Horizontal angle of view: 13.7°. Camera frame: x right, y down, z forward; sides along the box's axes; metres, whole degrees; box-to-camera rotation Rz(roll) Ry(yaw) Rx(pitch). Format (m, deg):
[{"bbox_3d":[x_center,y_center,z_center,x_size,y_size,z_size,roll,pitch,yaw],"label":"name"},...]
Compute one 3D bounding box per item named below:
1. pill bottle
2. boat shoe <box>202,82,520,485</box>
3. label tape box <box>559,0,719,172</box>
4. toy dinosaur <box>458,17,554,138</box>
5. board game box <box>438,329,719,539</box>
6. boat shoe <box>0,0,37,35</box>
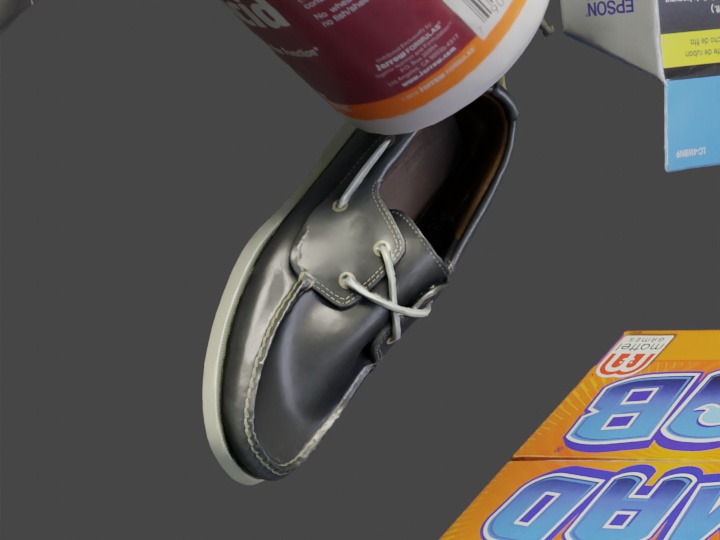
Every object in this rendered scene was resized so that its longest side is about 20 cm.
[{"bbox_3d":[-0.023,-0.153,1.172,0.200,0.114,0.115,43,60,-35],"label":"pill bottle"},{"bbox_3d":[0.000,0.000,1.224,0.072,0.067,0.200,50,58,-32],"label":"boat shoe"},{"bbox_3d":[0.156,-0.151,1.391,0.143,0.066,0.201,-9,98,-45],"label":"label tape box"},{"bbox_3d":[0.054,-0.147,1.302,0.088,0.047,0.201,-25,103,-36],"label":"toy dinosaur"},{"bbox_3d":[0.175,0.162,1.298,0.200,0.199,0.200,-44,118,-36],"label":"board game box"},{"bbox_3d":[-0.170,-0.089,1.063,0.200,0.067,0.057,-27,123,-38],"label":"boat shoe"}]
